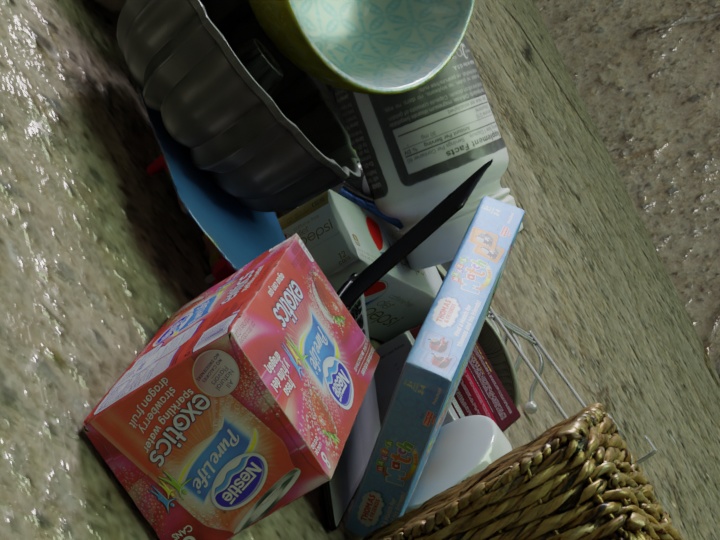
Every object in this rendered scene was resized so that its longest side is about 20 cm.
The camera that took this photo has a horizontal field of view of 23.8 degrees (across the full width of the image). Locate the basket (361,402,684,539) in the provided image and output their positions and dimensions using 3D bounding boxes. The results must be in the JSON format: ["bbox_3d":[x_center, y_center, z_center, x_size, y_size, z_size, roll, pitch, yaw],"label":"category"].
[{"bbox_3d":[0.092,0.193,1.011,0.150,0.199,0.143,60,14,5],"label":"basket"}]

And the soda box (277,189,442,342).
[{"bbox_3d":[0.000,0.000,1.339,0.200,0.068,0.064,25,37,-64],"label":"soda box"}]

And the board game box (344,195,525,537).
[{"bbox_3d":[0.052,0.064,1.149,0.036,0.152,0.201,22,37,4],"label":"board game box"}]

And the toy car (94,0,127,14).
[{"bbox_3d":[-0.122,-0.287,1.243,0.185,0.199,0.177,53,16,-19],"label":"toy car"}]

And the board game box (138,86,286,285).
[{"bbox_3d":[-0.101,-0.033,1.143,0.158,0.039,0.201,43,15,-43],"label":"board game box"}]

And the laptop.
[{"bbox_3d":[0.035,0.044,1.145,0.187,0.115,0.202,-49,133,-74],"label":"laptop"}]

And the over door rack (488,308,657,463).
[{"bbox_3d":[0.180,0.121,1.658,0.200,0.067,0.148,43,7,27],"label":"over door rack"}]

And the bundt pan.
[{"bbox_3d":[-0.088,-0.120,1.148,0.202,0.076,0.202,49,12,-14],"label":"bundt pan"}]

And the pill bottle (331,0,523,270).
[{"bbox_3d":[0.048,-0.110,1.325,0.113,0.112,0.202,-34,104,-75],"label":"pill bottle"}]

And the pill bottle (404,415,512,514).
[{"bbox_3d":[0.109,0.207,1.205,0.201,0.116,0.117,54,16,-18],"label":"pill bottle"}]

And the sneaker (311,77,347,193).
[{"bbox_3d":[-0.059,-0.157,1.381,0.115,0.072,0.202,-110,-174,-60],"label":"sneaker"}]

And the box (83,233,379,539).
[{"bbox_3d":[-0.064,0.065,0.948,0.096,0.099,0.200,56,15,-9],"label":"box"}]

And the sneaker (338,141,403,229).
[{"bbox_3d":[0.011,-0.094,1.451,0.070,0.083,0.200,29,14,-39],"label":"sneaker"}]

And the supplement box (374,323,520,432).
[{"bbox_3d":[0.062,0.098,1.366,0.110,0.061,0.200,61,16,5],"label":"supplement box"}]

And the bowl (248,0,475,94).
[{"bbox_3d":[-0.020,-0.221,1.206,0.199,0.107,0.203,0,90,-43],"label":"bowl"}]

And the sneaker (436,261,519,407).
[{"bbox_3d":[0.084,0.038,1.519,0.201,0.074,0.106,58,17,-2],"label":"sneaker"}]
